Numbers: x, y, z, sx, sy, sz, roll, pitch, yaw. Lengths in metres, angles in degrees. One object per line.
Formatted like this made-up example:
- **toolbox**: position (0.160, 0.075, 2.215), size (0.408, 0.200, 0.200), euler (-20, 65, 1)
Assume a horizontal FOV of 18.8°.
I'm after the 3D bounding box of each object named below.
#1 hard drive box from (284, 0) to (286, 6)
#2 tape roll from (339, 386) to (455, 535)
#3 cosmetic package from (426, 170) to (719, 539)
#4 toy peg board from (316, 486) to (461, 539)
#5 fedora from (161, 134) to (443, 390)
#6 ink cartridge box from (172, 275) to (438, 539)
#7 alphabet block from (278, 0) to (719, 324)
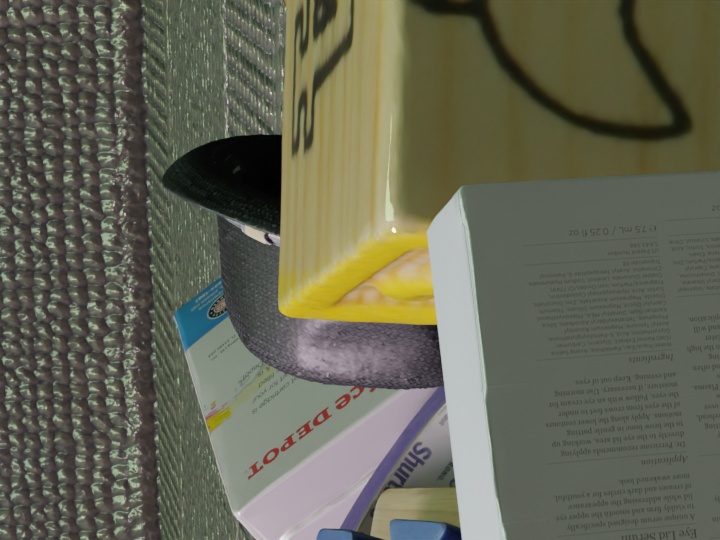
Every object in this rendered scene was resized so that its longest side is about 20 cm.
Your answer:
- **hard drive box**: position (0.006, -0.217, 1.397), size (0.156, 0.076, 0.201), euler (-108, 19, -48)
- **tape roll**: position (0.060, 0.117, 0.969), size (0.201, 0.085, 0.200), euler (-52, 8, 10)
- **cosmetic package**: position (0.126, 0.049, 0.619), size (0.052, 0.198, 0.152), euler (123, 142, -72)
- **toy peg board**: position (0.030, 0.166, 0.756), size (0.199, 0.097, 0.201), euler (-7, 68, 50)
- **fedora**: position (0.000, 0.000, 1.024), size (0.201, 0.198, 0.093), euler (-126, 41, -68)
- **ink cartridge box**: position (0.009, 0.076, 1.187), size (0.145, 0.147, 0.200), euler (48, -170, -32)
- **alphabet block**: position (0.078, -0.089, 0.780), size (0.196, 0.193, 0.202), euler (138, 133, -76)
